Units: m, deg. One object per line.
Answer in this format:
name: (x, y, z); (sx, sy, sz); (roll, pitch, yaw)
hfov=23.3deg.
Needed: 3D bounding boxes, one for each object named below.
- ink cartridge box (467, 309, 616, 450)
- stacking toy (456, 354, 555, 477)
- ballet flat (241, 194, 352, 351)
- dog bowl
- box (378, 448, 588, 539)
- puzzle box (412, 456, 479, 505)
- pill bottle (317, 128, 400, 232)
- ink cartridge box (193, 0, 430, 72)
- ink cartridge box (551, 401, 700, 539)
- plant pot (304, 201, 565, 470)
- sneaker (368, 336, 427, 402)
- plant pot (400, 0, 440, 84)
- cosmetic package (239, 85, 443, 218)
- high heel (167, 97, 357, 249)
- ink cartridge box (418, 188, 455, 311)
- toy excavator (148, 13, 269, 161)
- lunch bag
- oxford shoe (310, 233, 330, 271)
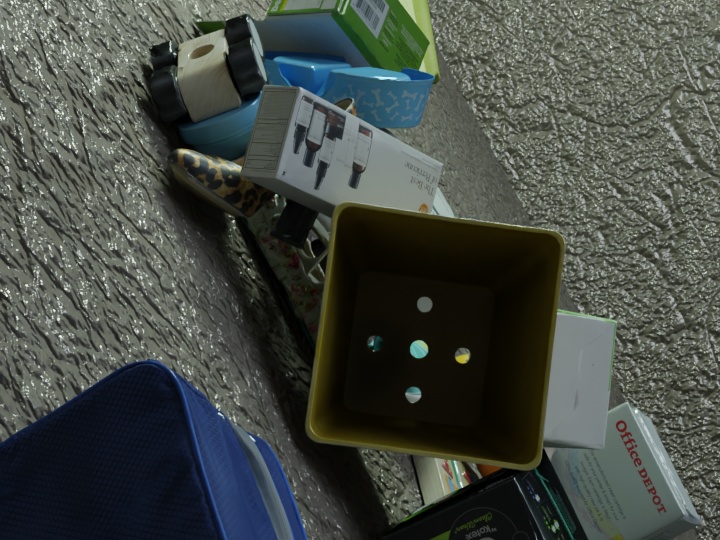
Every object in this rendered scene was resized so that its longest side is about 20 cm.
ink cartridge box: (0.159, 0.101, 1.603); (0.200, 0.067, 0.119); (168, -70, -72)
stacking toy: (0.125, 0.141, 1.898); (0.199, 0.147, 0.146); (35, 6, 16)
ballet flat: (-0.047, 0.002, 1.625); (0.201, 0.064, 0.076); (61, 15, -5)
dog bowl: (-0.021, -0.176, 1.702); (0.111, 0.198, 0.050); (-12, 111, -53)
box: (0.112, 0.250, 1.523); (0.125, 0.148, 0.200); (63, 13, 4)
puzzle box: (0.100, 0.247, 1.770); (0.133, 0.025, 0.201); (52, 16, -38)
pill bottle: (-0.021, -0.109, 1.775); (0.114, 0.113, 0.200); (57, -2, -20)
ink cartridge box: (-0.052, -0.247, 1.823); (0.148, 0.198, 0.076); (47, 56, -45)
ink cartridge box: (0.264, 0.264, 1.988); (0.146, 0.199, 0.145); (65, 13, 18)
plant pot: (0.058, 0.064, 1.535); (0.176, 0.198, 0.202); (120, -22, -83)
sneaker: (0.047, 0.086, 1.807); (0.080, 0.077, 0.200); (49, 15, -14)
plant pot: (0.022, -0.328, 2.398); (0.200, 0.198, 0.186); (-21, 94, -78)
cosmetic package: (-0.012, -0.088, 1.523); (0.199, 0.050, 0.083); (23, 80, -46)
high heel: (-0.082, -0.113, 1.521); (0.071, 0.144, 0.199); (26, 0, 38)
ink cartridge box: (0.073, -0.031, 2.133); (0.147, 0.083, 0.200); (59, 13, -9)
toy excavator: (-0.115, -0.133, 1.621); (0.195, 0.099, 0.202); (-99, 170, -62)
lunch bag: (-0.102, 0.154, 0.900); (0.132, 0.135, 0.201); (47, 18, -50)
oxford shoe: (0.000, 0.000, 1.809); (0.200, 0.072, 0.085); (11, 64, -68)
